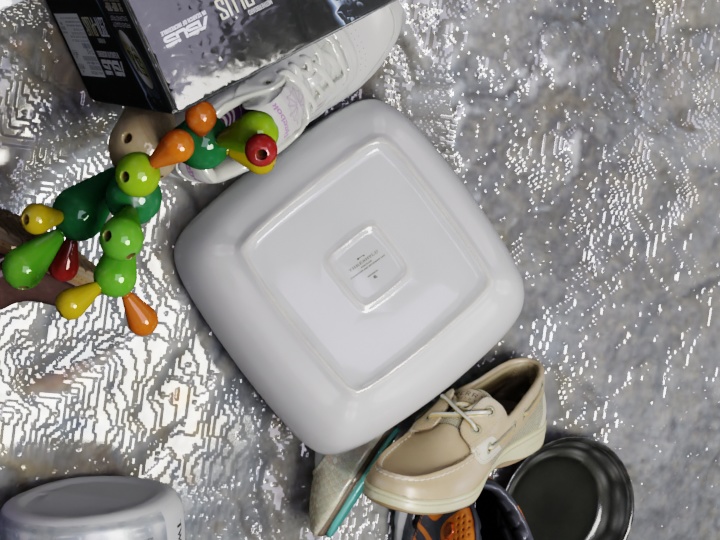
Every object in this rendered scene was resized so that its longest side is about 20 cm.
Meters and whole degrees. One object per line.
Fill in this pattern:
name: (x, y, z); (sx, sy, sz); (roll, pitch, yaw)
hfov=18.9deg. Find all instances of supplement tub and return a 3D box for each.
supplement tub: (-0.169, 0.244, 1.409); (0.122, 0.122, 0.202); (-7, 100, -22)

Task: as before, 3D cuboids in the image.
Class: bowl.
bowl: (0.000, 0.000, 1.442); (0.200, 0.075, 0.200); (-37, 91, -13)

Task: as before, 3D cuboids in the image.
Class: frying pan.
frying pan: (0.178, 0.192, 1.597); (0.189, 0.031, 0.116); (26, 87, -27)

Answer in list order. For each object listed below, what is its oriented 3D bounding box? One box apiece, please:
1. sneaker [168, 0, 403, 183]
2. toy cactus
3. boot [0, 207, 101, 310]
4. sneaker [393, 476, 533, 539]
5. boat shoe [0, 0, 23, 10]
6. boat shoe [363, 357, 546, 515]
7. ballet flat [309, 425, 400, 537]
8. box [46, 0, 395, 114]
sneaker: (-0.044, -0.116, 1.424); (0.200, 0.100, 0.075); (-37, 117, -13)
toy cactus: (-0.127, -0.053, 1.324); (0.200, 0.165, 0.102); (-38, 116, 22)
boot: (-0.278, 0.036, 1.378); (0.199, 0.072, 0.167); (19, 102, -25)
sneaker: (0.066, 0.236, 1.508); (0.077, 0.112, 0.202); (-1, 98, -30)
boat shoe: (-0.203, -0.228, 1.357); (0.201, 0.074, 0.087); (-34, 109, -18)
boat shoe: (0.068, 0.110, 1.477); (0.200, 0.072, 0.065); (-22, 126, -52)
ballet flat: (0.009, 0.091, 1.506); (0.062, 0.067, 0.201); (34, 79, 5)
box: (-0.090, -0.174, 1.342); (0.163, 0.200, 0.087); (-29, 106, -17)
